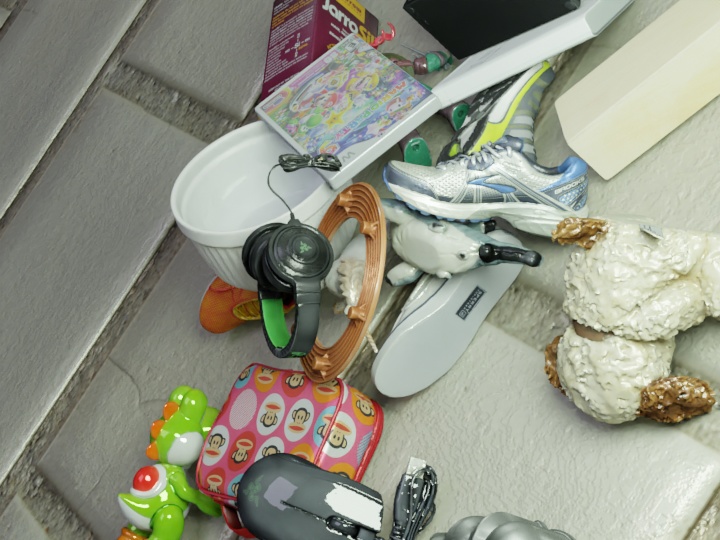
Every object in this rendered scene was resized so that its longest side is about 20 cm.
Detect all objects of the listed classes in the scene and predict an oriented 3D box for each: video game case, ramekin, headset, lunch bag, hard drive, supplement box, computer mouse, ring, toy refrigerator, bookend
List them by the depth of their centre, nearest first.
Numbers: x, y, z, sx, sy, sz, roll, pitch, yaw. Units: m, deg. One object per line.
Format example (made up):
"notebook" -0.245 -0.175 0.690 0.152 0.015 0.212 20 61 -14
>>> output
"computer mouse" -0.035 0.222 1.423 0.200 0.053 0.139 13 82 25
"toy refrigerator" 0.284 -0.180 1.433 0.200 0.070 0.076 -39 31 22
"ring" -0.026 0.010 1.499 0.200 0.019 0.201 -168 90 -67
"headset" -0.059 -0.015 1.506 0.123 0.094 0.201 -177 84 -68
"lunch bag" -0.080 0.190 1.558 0.200 0.082 0.177 6 68 51
"hard drive" 0.179 -0.235 1.585 0.200 0.027 0.132 -23 14 39
"bookend" 0.171 -0.349 1.632 0.200 0.092 0.199 -14 42 55
"video game case" -0.017 -0.175 1.640 0.143 0.018 0.200 -38 39 -5
"ramekin" -0.097 -0.068 1.672 0.200 0.105 0.200 -14 39 12
"supplement box" -0.048 -0.243 1.843 0.086 0.110 0.200 -26 45 35

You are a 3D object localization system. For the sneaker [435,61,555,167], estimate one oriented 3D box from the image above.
"sneaker" 0.148 -0.137 1.560 0.074 0.081 0.200 -16 32 52

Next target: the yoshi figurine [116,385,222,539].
"yoshi figurine" -0.193 0.228 1.677 0.112 0.112 0.201 25 -98 -85

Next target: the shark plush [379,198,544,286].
"shark plush" 0.092 -0.040 1.458 0.083 0.091 0.200 -25 14 -34

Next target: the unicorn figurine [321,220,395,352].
"unicorn figurine" 0.000 0.000 1.577 0.200 0.074 0.137 -67 8 -24

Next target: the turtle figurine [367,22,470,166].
"turtle figurine" 0.043 -0.192 1.711 0.150 0.101 0.200 -50 41 9

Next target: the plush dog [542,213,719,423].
"plush dog" 0.220 0.044 1.283 0.200 0.160 0.172 17 103 56

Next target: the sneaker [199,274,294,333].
"sneaker" -0.111 0.021 1.738 0.200 0.073 0.077 -34 37 29

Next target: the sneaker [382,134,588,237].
"sneaker" 0.121 -0.092 1.448 0.077 0.199 0.085 -88 7 -71

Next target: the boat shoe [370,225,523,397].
"boat shoe" 0.077 0.035 1.506 0.200 0.072 0.066 -54 30 2

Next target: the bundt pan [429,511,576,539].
"bundt pan" 0.098 0.290 1.269 0.202 0.076 0.202 -30 43 33
